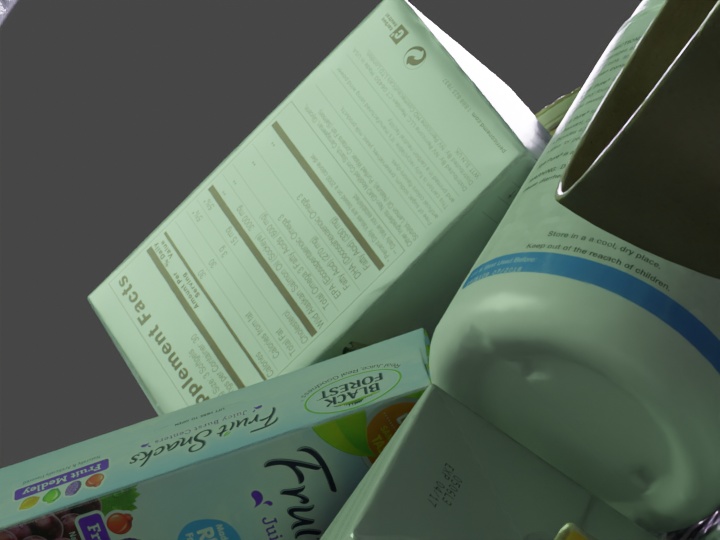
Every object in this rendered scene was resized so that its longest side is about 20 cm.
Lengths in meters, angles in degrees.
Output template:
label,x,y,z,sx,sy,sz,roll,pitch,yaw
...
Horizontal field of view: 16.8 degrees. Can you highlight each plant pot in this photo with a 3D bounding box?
label,x,y,z,sx,sy,sz,roll,pitch,yaw
plant pot,0.165,-0.065,0.701,0.201,0.134,0.200,-55,1,1

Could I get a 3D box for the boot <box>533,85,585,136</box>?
label,x,y,z,sx,sy,sz,roll,pitch,yaw
boot,0.109,0.005,1.167,0.199,0.155,0.072,-34,-26,-3

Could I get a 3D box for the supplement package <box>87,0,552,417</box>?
label,x,y,z,sx,sy,sz,roll,pitch,yaw
supplement package,0.000,0.000,1.095,0.200,0.118,0.117,-44,-35,11

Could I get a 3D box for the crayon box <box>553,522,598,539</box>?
label,x,y,z,sx,sy,sz,roll,pitch,yaw
crayon box,0.033,0.150,0.447,0.201,0.125,0.052,-55,1,16

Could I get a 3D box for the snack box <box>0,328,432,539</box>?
label,x,y,z,sx,sy,sz,roll,pitch,yaw
snack box,-0.044,0.123,1.023,0.198,0.143,0.053,-18,28,3

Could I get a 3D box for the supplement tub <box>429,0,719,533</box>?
label,x,y,z,sx,sy,sz,roll,pitch,yaw
supplement tub,0.124,-0.008,0.976,0.201,0.131,0.132,-56,1,-32

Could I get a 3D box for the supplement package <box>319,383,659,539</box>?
label,x,y,z,sx,sy,sz,roll,pitch,yaw
supplement package,0.011,0.170,0.925,0.201,0.119,0.121,-56,1,29
